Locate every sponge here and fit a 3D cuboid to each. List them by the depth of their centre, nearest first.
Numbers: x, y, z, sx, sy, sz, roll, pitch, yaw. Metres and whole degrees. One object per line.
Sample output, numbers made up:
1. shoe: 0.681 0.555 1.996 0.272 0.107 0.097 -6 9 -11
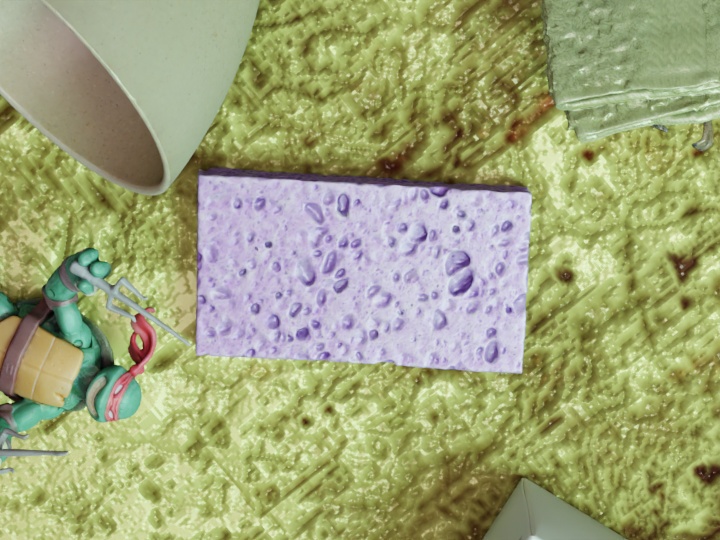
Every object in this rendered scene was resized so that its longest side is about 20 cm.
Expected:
1. sponge: 0.000 0.000 1.554 0.199 0.030 0.112 3 102 0

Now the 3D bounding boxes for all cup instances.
1. cup: -0.135 -0.163 1.456 0.200 0.200 0.143 44 73 -8

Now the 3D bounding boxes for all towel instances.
1. towel: 0.170 -0.177 1.478 0.148 0.036 0.201 -8 75 6

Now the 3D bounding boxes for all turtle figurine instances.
1. turtle figurine: -0.201 0.051 1.532 0.200 0.101 0.150 21 86 12

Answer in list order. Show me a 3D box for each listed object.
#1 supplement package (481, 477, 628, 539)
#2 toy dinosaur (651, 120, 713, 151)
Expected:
1. supplement package: 0.151 0.236 1.555 0.200 0.120 0.121 32 102 -6
2. toy dinosaur: 0.181 -0.134 1.520 0.200 0.058 0.101 28 95 14
